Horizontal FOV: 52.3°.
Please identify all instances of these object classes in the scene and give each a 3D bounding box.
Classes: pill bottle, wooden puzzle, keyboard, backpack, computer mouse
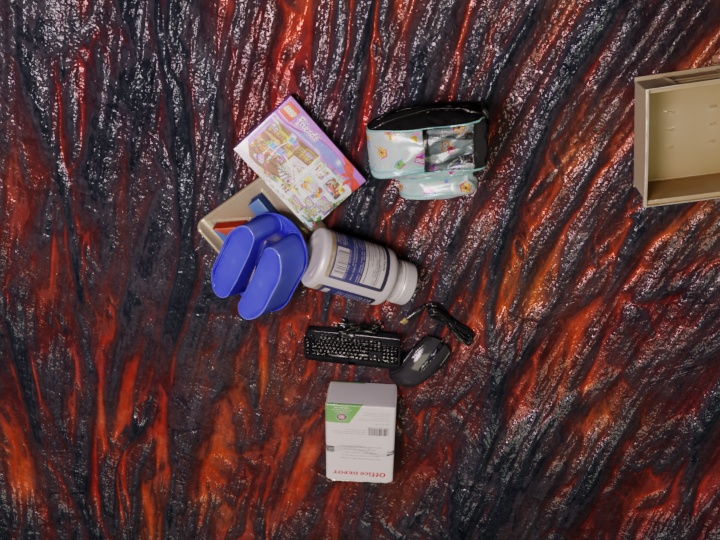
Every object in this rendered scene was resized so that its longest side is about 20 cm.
[{"bbox_3d":[0.000,0.000,1.345,0.199,0.111,0.111,17,118,-24],"label":"pill bottle"},{"bbox_3d":[-0.180,-0.066,1.374,0.200,0.046,0.185,-33,110,18],"label":"wooden puzzle"},{"bbox_3d":[-0.019,0.148,1.461,0.199,0.040,0.105,4,110,9],"label":"keyboard"},{"bbox_3d":[0.109,-0.201,1.215,0.199,0.176,0.154,3,113,7],"label":"backpack"},{"bbox_3d":[0.117,0.156,1.466,0.200,0.046,0.140,-39,109,21],"label":"computer mouse"}]

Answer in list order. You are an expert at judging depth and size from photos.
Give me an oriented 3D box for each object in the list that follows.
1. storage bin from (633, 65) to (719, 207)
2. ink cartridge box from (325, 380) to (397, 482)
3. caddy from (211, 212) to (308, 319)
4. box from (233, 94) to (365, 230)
[{"bbox_3d":[0.561,-0.225,1.215,0.198,0.094,0.201,-7,116,8],"label":"storage bin"},{"bbox_3d":[0.001,0.342,1.547,0.145,0.084,0.201,3,117,3],"label":"ink cartridge box"},{"bbox_3d":[-0.177,-0.008,1.326,0.141,0.105,0.200,38,121,13],"label":"caddy"},{"bbox_3d":[-0.106,-0.189,1.296,0.137,0.039,0.200,-40,108,8],"label":"box"}]
